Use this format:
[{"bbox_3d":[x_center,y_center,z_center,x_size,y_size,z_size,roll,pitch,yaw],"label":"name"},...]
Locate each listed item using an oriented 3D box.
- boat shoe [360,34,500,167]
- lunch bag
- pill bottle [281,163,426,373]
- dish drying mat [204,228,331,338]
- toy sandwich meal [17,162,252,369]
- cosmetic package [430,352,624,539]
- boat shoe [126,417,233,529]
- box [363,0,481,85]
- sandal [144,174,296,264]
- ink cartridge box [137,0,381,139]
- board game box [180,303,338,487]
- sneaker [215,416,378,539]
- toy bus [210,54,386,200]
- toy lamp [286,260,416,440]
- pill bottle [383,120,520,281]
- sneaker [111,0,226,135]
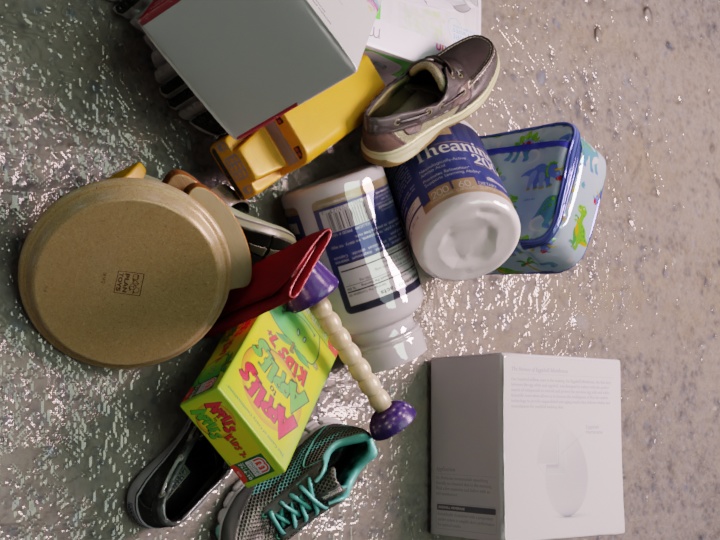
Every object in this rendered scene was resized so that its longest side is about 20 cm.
[{"bbox_3d":[0.075,-0.184,1.204,0.200,0.073,0.065,-47,151,-27],"label":"boat shoe"},{"bbox_3d":[0.164,-0.079,1.307,0.082,0.200,0.161,36,65,-38],"label":"lunch bag"},{"bbox_3d":[0.000,0.000,1.220,0.111,0.111,0.200,-24,100,-39],"label":"pill bottle"},{"bbox_3d":[-0.092,0.014,1.086,0.018,0.200,0.077,38,62,-16],"label":"dish drying mat"},{"bbox_3d":[-0.203,-0.007,1.057,0.205,0.070,0.206,-6,116,-12],"label":"toy sandwich meal"},{"bbox_3d":[0.189,0.197,1.341,0.199,0.123,0.201,7,81,-38],"label":"cosmetic package"},{"bbox_3d":[-0.136,0.160,1.114,0.199,0.068,0.074,-45,112,-36],"label":"boat shoe"},{"bbox_3d":[0.030,-0.296,1.294,0.200,0.097,0.177,11,75,-39],"label":"box"},{"bbox_3d":[-0.142,-0.059,1.137,0.201,0.080,0.057,26,55,-34],"label":"sandal"},{"bbox_3d":[-0.081,-0.251,1.091,0.145,0.145,0.200,50,31,-24],"label":"ink cartridge box"},{"bbox_3d":[-0.088,0.098,1.119,0.102,0.048,0.200,54,28,-18],"label":"board game box"},{"bbox_3d":[-0.059,0.214,1.157,0.200,0.091,0.078,-47,112,-33],"label":"sneaker"},{"bbox_3d":[-0.057,-0.144,1.169,0.200,0.078,0.065,-42,106,-47],"label":"toy bus"},{"bbox_3d":[-0.017,0.070,1.157,0.058,0.058,0.200,-40,106,-35],"label":"toy lamp"},{"bbox_3d":[0.086,-0.093,1.241,0.111,0.111,0.200,25,31,-35],"label":"pill bottle"},{"bbox_3d":[-0.169,-0.227,1.140,0.081,0.075,0.200,-44,112,-44],"label":"sneaker"}]
